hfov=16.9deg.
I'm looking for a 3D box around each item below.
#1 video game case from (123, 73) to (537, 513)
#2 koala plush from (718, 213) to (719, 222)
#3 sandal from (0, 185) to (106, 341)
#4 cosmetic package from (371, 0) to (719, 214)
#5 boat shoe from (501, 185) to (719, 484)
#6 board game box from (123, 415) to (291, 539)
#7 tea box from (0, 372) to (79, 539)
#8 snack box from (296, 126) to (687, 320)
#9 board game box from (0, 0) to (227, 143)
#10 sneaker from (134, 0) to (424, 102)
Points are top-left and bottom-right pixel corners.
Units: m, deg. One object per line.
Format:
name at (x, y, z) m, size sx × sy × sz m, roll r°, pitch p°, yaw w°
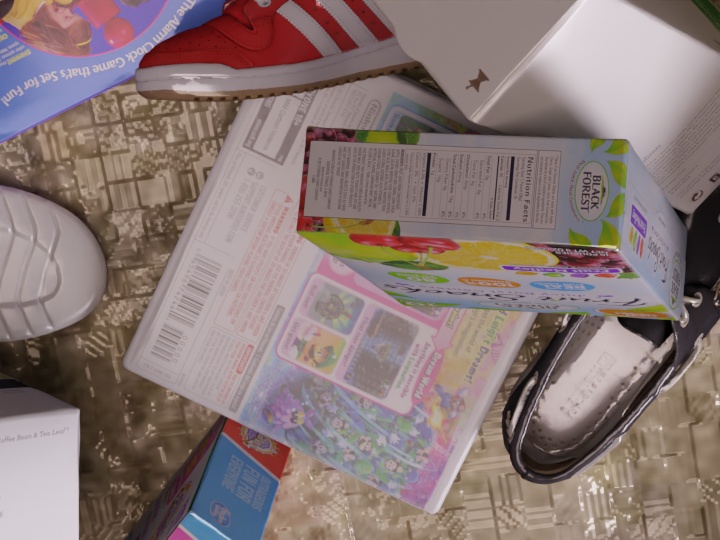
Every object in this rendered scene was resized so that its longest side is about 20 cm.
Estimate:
video game case at (0.000, 0.000, 1.243) m, size 0.182 × 0.024 × 0.200 m, roll 25°, pitch 102°, yaw -2°
koala plush at (0.273, 0.028, 1.155) m, size 0.184 × 0.177 × 0.200 m, roll -10°, pitch 113°, yaw 9°
sandal at (-0.234, -0.007, 1.264) m, size 0.202 × 0.050 × 0.083 m, roll 0°, pitch 98°, yaw -7°
cosmetic package at (0.101, -0.105, 1.106) m, size 0.085 × 0.200 × 0.108 m, roll -47°, pitch 58°, yaw 17°
boat shoe at (0.139, 0.024, 1.222) m, size 0.074 × 0.060 × 0.200 m, roll 38°, pitch 107°, yaw -5°
board game box at (-0.117, 0.176, 1.251) m, size 0.040 × 0.153 × 0.200 m, roll 36°, pitch 108°, yaw -6°
tea box at (-0.269, 0.119, 1.185) m, size 0.200 × 0.197 × 0.134 m, roll -6°, pitch 105°, yaw -33°
snack box at (0.066, -0.018, 1.108) m, size 0.142 × 0.200 × 0.053 m, roll 4°, pitch 82°, yaw 15°
board game box at (-0.174, -0.143, 1.217) m, size 0.200 × 0.045 × 0.135 m, roll -25°, pitch 102°, yaw 13°
sneaker at (-0.019, -0.146, 1.162) m, size 0.200 × 0.071 × 0.113 m, roll -14°, pitch 105°, yaw -20°
